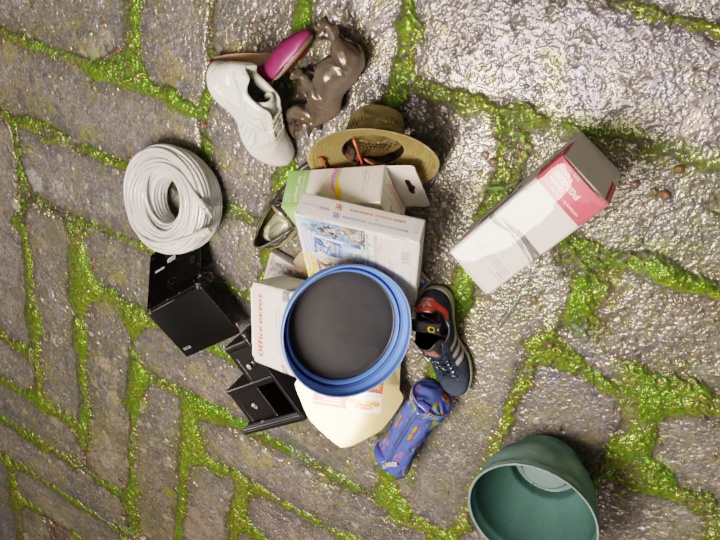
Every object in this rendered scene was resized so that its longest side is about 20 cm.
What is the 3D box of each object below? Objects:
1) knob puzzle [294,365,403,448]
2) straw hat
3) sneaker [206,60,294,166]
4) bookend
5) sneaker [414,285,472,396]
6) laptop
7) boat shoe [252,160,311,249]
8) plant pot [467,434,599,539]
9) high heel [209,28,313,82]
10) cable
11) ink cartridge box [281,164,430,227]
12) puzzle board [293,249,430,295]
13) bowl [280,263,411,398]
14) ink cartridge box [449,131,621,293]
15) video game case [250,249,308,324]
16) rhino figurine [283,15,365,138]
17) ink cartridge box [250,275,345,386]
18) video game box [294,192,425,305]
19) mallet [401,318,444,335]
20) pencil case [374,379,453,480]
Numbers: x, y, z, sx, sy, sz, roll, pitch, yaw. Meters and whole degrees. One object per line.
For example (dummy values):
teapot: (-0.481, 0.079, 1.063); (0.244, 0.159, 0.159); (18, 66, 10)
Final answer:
knob puzzle: (-0.019, 0.214, 1.130); (0.218, 0.030, 0.222); (0, 90, 9)
straw hat: (0.019, -0.194, 0.924); (0.200, 0.201, 0.086); (-4, 70, 30)
sneaker: (-0.152, -0.235, 0.970); (0.080, 0.071, 0.201); (5, 147, 35)
bookend: (-0.196, 0.197, 1.213); (0.198, 0.092, 0.201); (-23, 105, 41)
sneaker: (0.127, 0.130, 1.029); (0.074, 0.084, 0.201); (-8, 109, 31)
laptop: (-0.330, 0.043, 1.246); (0.177, 0.103, 0.201); (-24, 59, 34)
boat shoe: (-0.118, -0.103, 1.061); (0.072, 0.066, 0.201); (44, 126, 3)
plant pot: (0.289, 0.353, 1.020); (0.199, 0.134, 0.202); (12, 119, 24)
high heel: (-0.158, -0.331, 0.967); (0.199, 0.068, 0.096); (-28, 109, 39)
cable: (-0.344, -0.130, 1.153); (0.199, 0.069, 0.201); (-24, 88, 32)
ink cartridge box: (-0.004, -0.097, 0.958); (0.198, 0.068, 0.117); (-1, 153, 21)
puzzle board: (0.000, 0.000, 1.065); (0.200, 0.017, 0.151); (43, 115, 3)
bowl: (-0.022, 0.086, 0.932); (0.199, 0.039, 0.202); (-4, 104, -17)
ink cartridge box: (0.230, -0.075, 0.835); (0.085, 0.146, 0.200); (46, 125, 2)
video game case: (-0.112, 0.085, 1.175); (0.181, 0.023, 0.201); (30, 124, 13)
rhino figurine: (-0.061, -0.274, 0.951); (0.087, 0.060, 0.200); (37, 129, -2)
ink cartridge box: (-0.085, 0.097, 1.046); (0.199, 0.082, 0.148); (12, 108, 39)
video game box: (0.002, -0.027, 0.949); (0.181, 0.047, 0.200); (12, 153, 8)
mallet: (0.048, 0.090, 1.008); (0.199, 0.041, 0.066); (15, 113, 40)
pencil case: (0.089, 0.286, 1.126); (0.078, 0.087, 0.201); (35, 124, 13)
